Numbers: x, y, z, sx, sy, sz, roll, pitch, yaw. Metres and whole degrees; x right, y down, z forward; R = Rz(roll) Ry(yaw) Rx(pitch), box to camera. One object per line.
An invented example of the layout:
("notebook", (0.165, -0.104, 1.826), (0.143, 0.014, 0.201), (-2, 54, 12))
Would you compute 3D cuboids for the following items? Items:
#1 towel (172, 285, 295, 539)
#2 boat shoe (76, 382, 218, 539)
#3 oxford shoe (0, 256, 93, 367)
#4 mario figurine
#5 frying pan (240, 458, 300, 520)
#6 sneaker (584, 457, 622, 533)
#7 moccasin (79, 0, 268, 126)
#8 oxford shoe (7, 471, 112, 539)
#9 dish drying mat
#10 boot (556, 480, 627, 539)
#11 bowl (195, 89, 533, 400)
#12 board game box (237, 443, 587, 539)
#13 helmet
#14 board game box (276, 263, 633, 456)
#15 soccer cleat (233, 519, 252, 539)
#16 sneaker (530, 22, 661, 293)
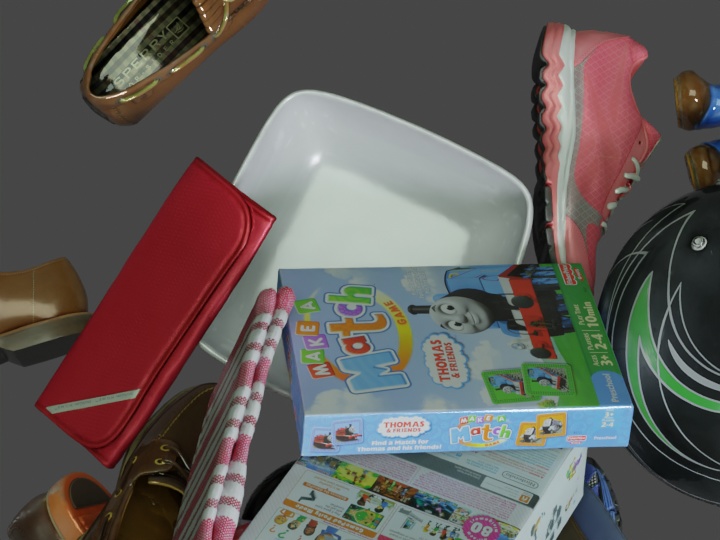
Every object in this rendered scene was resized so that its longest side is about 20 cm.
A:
("towel", (-0.082, 0.123, 1.312), (0.030, 0.146, 0.200), (18, 56, -7))
("boat shoe", (-0.125, 0.149, 1.412), (0.072, 0.068, 0.200), (41, 51, -11))
("oxford shoe", (-0.282, 0.039, 1.467), (0.200, 0.071, 0.071), (-15, 78, -12))
("mario figurine", (0.313, -0.115, 1.456), (0.200, 0.106, 0.124), (-12, 117, 6))
("frying pan", (-0.001, 0.209, 1.456), (0.115, 0.031, 0.190), (-37, 94, 5))
("sneaker", (0.130, 0.221, 1.437), (0.078, 0.075, 0.200), (9, 81, 5))
("moccasin", (-0.118, -0.187, 1.485), (0.201, 0.078, 0.074), (-42, 84, -4))
("oxford shoe", (-0.162, 0.234, 1.449), (0.073, 0.071, 0.200), (-33, 86, 24))
("dish drying mat", (-0.136, 0.028, 1.426), (0.077, 0.018, 0.200), (37, 99, 26))
("boot", (0.112, 0.159, 1.412), (0.097, 0.075, 0.200), (-25, 48, 0))
("bowl", (0.000, 0.000, 1.463), (0.199, 0.075, 0.200), (24, 83, 3))
("board game box", (0.030, 0.153, 1.308), (0.147, 0.064, 0.200), (19, 44, 21))
("helmet", (0.243, 0.049, 1.398), (0.191, 0.200, 0.200), (33, 84, 17))
("board game box", (0.054, 0.053, 1.348), (0.200, 0.151, 0.037), (-2, 126, -8))
("soccer cleat", (-0.072, 0.260, 1.434), (0.067, 0.076, 0.200), (-12, 109, -37))
("sneaker", (0.162, -0.071, 1.471), (0.087, 0.074, 0.200), (0, 83, -1))
